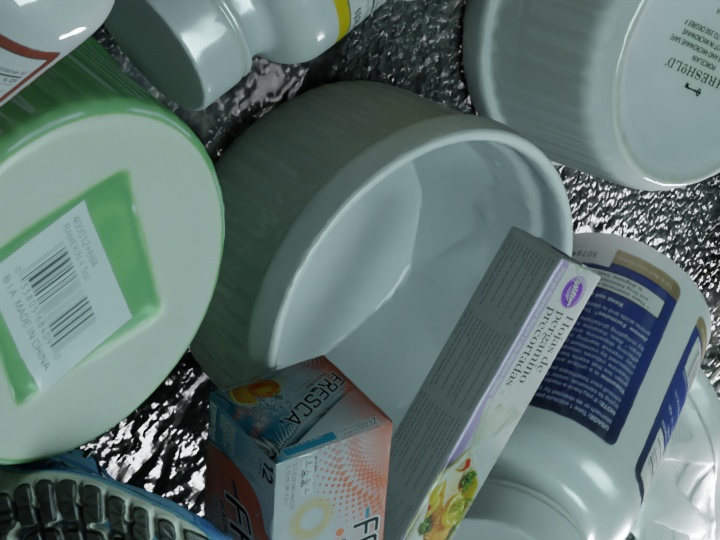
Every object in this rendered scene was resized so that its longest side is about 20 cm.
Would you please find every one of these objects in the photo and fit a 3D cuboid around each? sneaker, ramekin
[{"bbox_3d":[-0.132,0.109,1.381,0.090,0.199,0.079,-29,126,-50],"label":"sneaker"},{"bbox_3d":[0.158,0.132,1.764,0.115,0.074,0.200,-39,138,-24],"label":"sneaker"},{"bbox_3d":[0.158,-0.135,1.573,0.202,0.094,0.203,-24,130,-33],"label":"ramekin"},{"bbox_3d":[-0.156,-0.011,1.341,0.200,0.098,0.201,-25,131,-32],"label":"ramekin"},{"bbox_3d":[0.000,0.000,1.498,0.200,0.105,0.201,-25,131,-32],"label":"ramekin"}]

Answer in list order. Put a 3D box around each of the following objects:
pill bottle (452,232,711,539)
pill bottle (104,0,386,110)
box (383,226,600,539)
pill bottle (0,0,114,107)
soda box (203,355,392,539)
[{"bbox_3d":[0.108,0.085,1.599,0.111,0.111,0.200,73,35,-43],"label":"pill bottle"},{"bbox_3d":[-0.024,-0.165,1.362,0.200,0.111,0.111,-40,137,-18],"label":"pill bottle"},{"bbox_3d":[0.049,0.076,1.485,0.039,0.041,0.200,23,97,-50],"label":"box"},{"bbox_3d":[-0.169,-0.116,1.188,0.200,0.113,0.112,-35,148,27],"label":"pill bottle"},{"bbox_3d":[-0.034,0.143,1.437,0.068,0.064,0.201,-18,130,-29],"label":"soda box"}]
